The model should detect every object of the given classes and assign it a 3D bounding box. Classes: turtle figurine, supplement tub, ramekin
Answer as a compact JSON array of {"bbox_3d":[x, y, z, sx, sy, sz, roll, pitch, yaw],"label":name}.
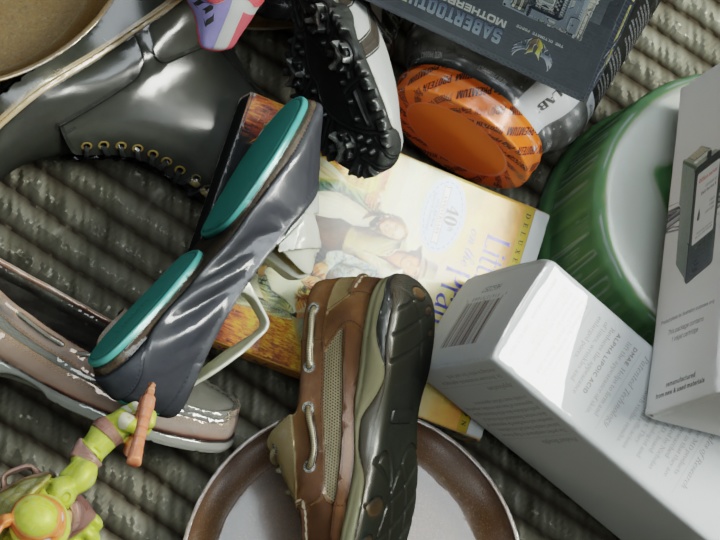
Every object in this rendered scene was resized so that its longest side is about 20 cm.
[{"bbox_3d":[-0.177,0.146,1.060,0.064,0.161,0.200,31,72,-2],"label":"turtle figurine"},{"bbox_3d":[0.107,-0.156,1.218,0.122,0.123,0.200,32,71,-1],"label":"supplement tub"},{"bbox_3d":[0.212,-0.022,1.215,0.199,0.098,0.201,3,75,-10],"label":"ramekin"}]

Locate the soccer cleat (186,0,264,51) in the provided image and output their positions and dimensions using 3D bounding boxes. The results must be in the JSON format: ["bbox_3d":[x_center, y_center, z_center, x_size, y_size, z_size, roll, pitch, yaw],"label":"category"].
[{"bbox_3d":[-0.095,-0.201,1.161,0.066,0.077,0.200,8,30,-25],"label":"soccer cleat"}]

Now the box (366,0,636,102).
[{"bbox_3d":[0.064,-0.202,1.086,0.199,0.158,0.051,26,37,8],"label":"box"}]

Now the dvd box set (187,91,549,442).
[{"bbox_3d":[0.000,0.000,1.179,0.199,0.029,0.147,22,79,-15],"label":"dvd box set"}]

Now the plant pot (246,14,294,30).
[{"bbox_3d":[-0.068,-0.239,1.256,0.199,0.027,0.201,3,75,-11],"label":"plant pot"}]

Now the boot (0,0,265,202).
[{"bbox_3d":[-0.143,-0.070,1.178,0.200,0.077,0.138,-40,102,-6],"label":"boot"}]

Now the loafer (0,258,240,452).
[{"bbox_3d":[-0.157,0.042,1.132,0.199,0.072,0.063,21,104,-2],"label":"loafer"}]

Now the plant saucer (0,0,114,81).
[{"bbox_3d":[-0.227,-0.178,1.148,0.199,0.035,0.201,0,62,0],"label":"plant saucer"}]

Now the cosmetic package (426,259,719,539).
[{"bbox_3d":[0.139,0.085,1.149,0.200,0.102,0.074,39,71,-16],"label":"cosmetic package"}]

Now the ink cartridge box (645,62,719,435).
[{"bbox_3d":[0.248,-0.006,1.112,0.145,0.084,0.201,15,72,-18],"label":"ink cartridge box"}]

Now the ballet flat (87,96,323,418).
[{"bbox_3d":[-0.068,-0.002,1.105,0.073,0.073,0.200,36,73,0],"label":"ballet flat"}]

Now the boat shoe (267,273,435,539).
[{"bbox_3d":[-0.011,0.099,1.124,0.074,0.076,0.201,8,84,24],"label":"boat shoe"}]

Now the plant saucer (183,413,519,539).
[{"bbox_3d":[-0.006,0.178,1.152,0.199,0.032,0.201,2,76,-10],"label":"plant saucer"}]

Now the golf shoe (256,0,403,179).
[{"bbox_3d":[-0.002,-0.139,1.167,0.094,0.078,0.200,-3,54,-31],"label":"golf shoe"}]
